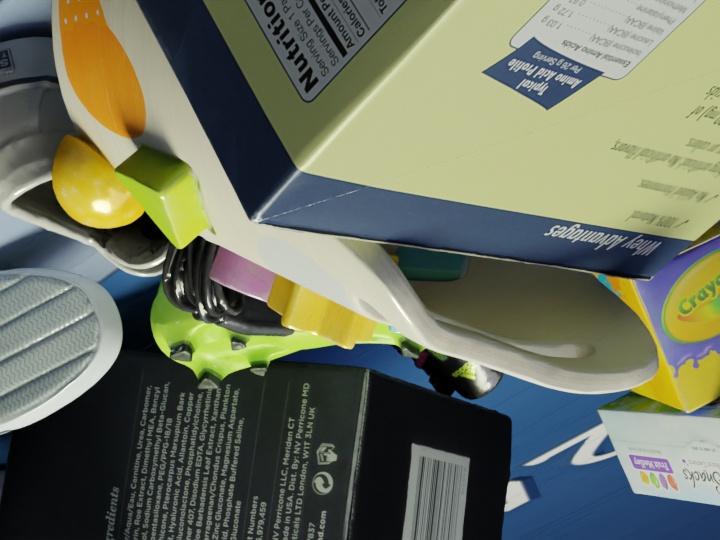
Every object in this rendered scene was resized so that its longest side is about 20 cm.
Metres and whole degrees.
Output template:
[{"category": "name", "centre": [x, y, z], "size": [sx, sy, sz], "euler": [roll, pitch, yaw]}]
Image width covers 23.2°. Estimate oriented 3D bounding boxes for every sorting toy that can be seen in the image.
[{"category": "sorting toy", "centre": [0.004, -0.018, 0.563], "size": [0.200, 0.180, 0.107], "euler": [20, 102, -38]}]

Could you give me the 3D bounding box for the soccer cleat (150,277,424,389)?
[{"category": "soccer cleat", "centre": [0.000, 0.000, 0.790], "size": [0.199, 0.081, 0.068], "euler": [-7, 147, 14]}]

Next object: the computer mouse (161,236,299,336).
[{"category": "computer mouse", "centre": [0.012, -0.032, 0.706], "size": [0.200, 0.046, 0.141], "euler": [-5, 121, -45]}]

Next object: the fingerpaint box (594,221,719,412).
[{"category": "fingerpaint box", "centre": [0.202, -0.012, 0.867], "size": [0.199, 0.074, 0.167], "euler": [-25, -171, -10]}]

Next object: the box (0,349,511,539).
[{"category": "box", "centre": [-0.049, 0.113, 0.920], "size": [0.199, 0.118, 0.197], "euler": [2, 170, 26]}]

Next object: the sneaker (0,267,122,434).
[{"category": "sneaker", "centre": [-0.184, 0.048, 0.822], "size": [0.199, 0.073, 0.071], "euler": [-20, 171, 27]}]

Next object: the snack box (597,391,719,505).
[{"category": "snack box", "centre": [0.218, 0.058, 0.810], "size": [0.142, 0.053, 0.200], "euler": [-26, -175, -18]}]

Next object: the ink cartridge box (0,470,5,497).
[{"category": "ink cartridge box", "centre": [-0.251, 0.202, 1.022], "size": [0.199, 0.146, 0.084], "euler": [-2, 154, -38]}]

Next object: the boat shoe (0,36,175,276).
[{"category": "boat shoe", "centre": [-0.084, -0.032, 0.695], "size": [0.072, 0.066, 0.200], "euler": [-26, 159, 15]}]

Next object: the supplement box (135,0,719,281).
[{"category": "supplement box", "centre": [0.067, -0.115, 0.478], "size": [0.200, 0.135, 0.200], "euler": [-44, 150, 28]}]

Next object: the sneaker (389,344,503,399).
[{"category": "sneaker", "centre": [0.041, 0.024, 0.922], "size": [0.199, 0.088, 0.074], "euler": [1, 152, -43]}]
